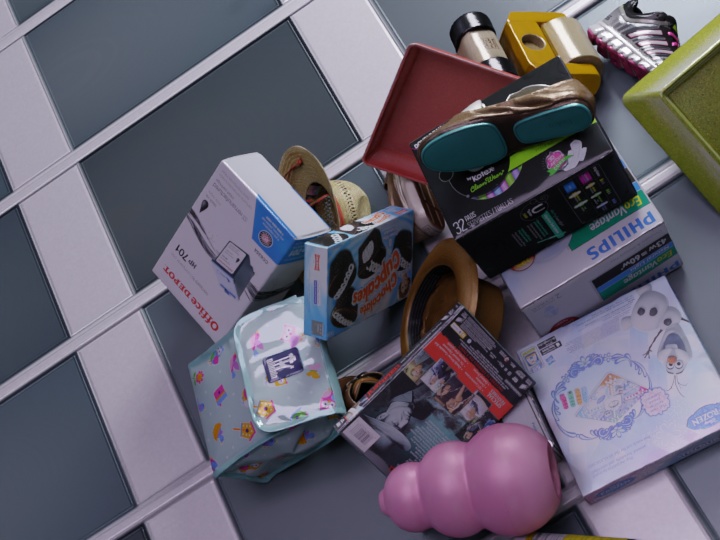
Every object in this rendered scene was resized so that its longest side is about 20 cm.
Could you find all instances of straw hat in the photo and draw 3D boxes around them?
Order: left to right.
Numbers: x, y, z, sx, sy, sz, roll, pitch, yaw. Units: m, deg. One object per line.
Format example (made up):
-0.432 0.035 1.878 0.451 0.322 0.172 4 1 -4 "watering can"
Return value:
-0.033 -0.074 1.854 0.085 0.201 0.201 -9 55 -26 "straw hat"

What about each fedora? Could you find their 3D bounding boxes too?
0.118 0.058 1.706 0.201 0.082 0.201 -167 90 -70 "fedora"

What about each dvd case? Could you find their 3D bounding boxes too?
0.086 0.152 1.608 0.200 0.146 0.022 -46 27 0 "dvd case"

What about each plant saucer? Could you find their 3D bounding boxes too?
0.124 -0.184 1.748 0.199 0.200 0.037 17 44 -7 "plant saucer"
0.449 -0.199 1.678 0.200 0.048 0.200 -40 82 3 "plant saucer"

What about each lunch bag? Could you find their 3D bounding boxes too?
-0.107 0.146 1.744 0.200 0.122 0.171 -38 56 35 "lunch bag"

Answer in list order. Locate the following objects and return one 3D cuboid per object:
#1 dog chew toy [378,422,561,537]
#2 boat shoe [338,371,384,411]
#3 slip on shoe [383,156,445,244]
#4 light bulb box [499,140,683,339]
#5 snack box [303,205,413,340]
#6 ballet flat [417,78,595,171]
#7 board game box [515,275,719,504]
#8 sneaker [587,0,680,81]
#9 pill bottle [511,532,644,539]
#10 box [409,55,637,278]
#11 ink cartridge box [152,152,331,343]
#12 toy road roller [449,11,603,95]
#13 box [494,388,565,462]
0.118 0.241 1.565 0.199 0.125 0.125 -14 63 14 "dog chew toy"
0.016 0.151 1.706 0.072 0.068 0.200 -44 28 -21 "boat shoe"
0.056 -0.125 1.857 0.061 0.076 0.200 -30 62 28 "slip on shoe"
0.248 -0.055 1.704 0.198 0.125 0.200 -33 58 8 "light bulb box"
0.000 0.000 1.729 0.037 0.200 0.117 12 112 30 "snack box"
0.158 -0.164 1.541 0.200 0.068 0.072 -18 40 17 "ballet flat"
0.310 0.137 1.638 0.200 0.043 0.199 -28 59 10 "board game box"
0.379 -0.277 1.774 0.087 0.074 0.200 -48 56 0 "sneaker"
0.218 0.344 1.547 0.199 0.111 0.112 -1 67 24 "pill bottle"
0.186 -0.115 1.612 0.200 0.124 0.149 -31 59 11 "box"
-0.153 -0.025 1.797 0.146 0.086 0.200 46 120 16 "ink cartridge box"
0.198 -0.245 1.828 0.199 0.146 0.123 -5 51 -19 "toy road roller"
0.129 0.213 1.675 0.200 0.060 0.117 -30 59 10 "box"
